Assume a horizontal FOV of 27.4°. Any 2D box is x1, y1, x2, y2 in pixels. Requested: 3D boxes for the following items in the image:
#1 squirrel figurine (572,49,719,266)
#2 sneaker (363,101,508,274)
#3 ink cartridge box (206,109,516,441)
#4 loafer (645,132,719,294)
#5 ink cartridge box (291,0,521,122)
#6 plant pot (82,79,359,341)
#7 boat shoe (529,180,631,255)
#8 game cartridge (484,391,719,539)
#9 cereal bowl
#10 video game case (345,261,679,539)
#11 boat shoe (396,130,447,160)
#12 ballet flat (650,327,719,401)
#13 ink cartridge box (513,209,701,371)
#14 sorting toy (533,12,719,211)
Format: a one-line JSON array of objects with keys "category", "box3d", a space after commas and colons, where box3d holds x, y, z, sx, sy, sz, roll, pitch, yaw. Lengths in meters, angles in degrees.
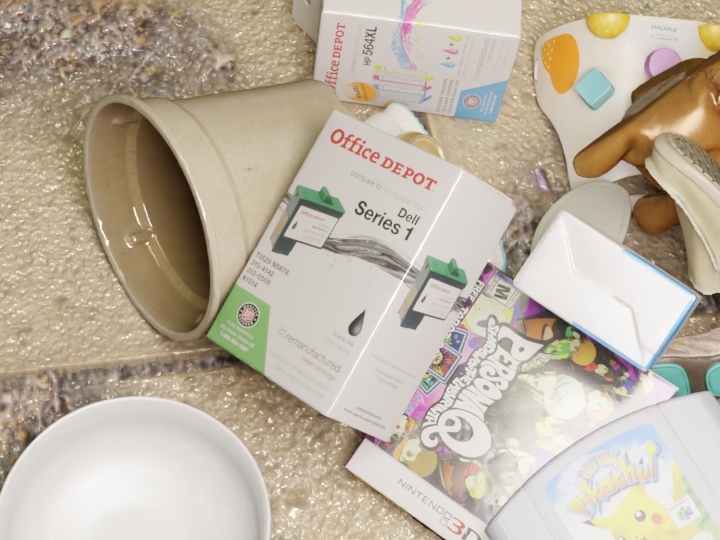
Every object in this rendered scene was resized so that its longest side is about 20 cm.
[{"category": "squirrel figurine", "box3d": [0.311, -0.081, 1.203, 0.187, 0.200, 0.142, 53, 40, -8]}, {"category": "sneaker", "box3d": [0.054, -0.050, 1.265, 0.081, 0.077, 0.200, -33, 64, -11]}, {"category": "ink cartridge box", "box3d": [0.000, 0.000, 1.090, 0.146, 0.084, 0.201, 28, 89, 40]}, {"category": "loafer", "box3d": [0.277, -0.020, 1.143, 0.200, 0.068, 0.076, 47, 21, -17]}, {"category": "ink cartridge box", "box3d": [0.037, -0.230, 1.330, 0.199, 0.129, 0.126, 6, 59, -3]}, {"category": "plant pot", "box3d": [-0.096, -0.067, 1.196, 0.183, 0.201, 0.201, -21, 64, -31]}, {"category": "boat shoe", "box3d": [0.176, 0.009, 1.251, 0.072, 0.062, 0.201, 15, 56, 21]}, {"category": "game cartridge", "box3d": [0.200, 0.180, 1.090, 0.199, 0.040, 0.134, -32, 74, -2]}, {"category": "cereal bowl", "box3d": [-0.165, 0.198, 1.079, 0.199, 0.083, 0.201, 4, 59, -6]}, {"category": "video game case", "box3d": [0.117, 0.124, 1.147, 0.181, 0.036, 0.200, 35, 83, 13]}, {"category": "boat shoe", "box3d": [0.047, -0.023, 1.164, 0.073, 0.063, 0.202, 25, 61, -26]}, {"category": "ballet flat", "box3d": [0.268, 0.080, 1.216, 0.199, 0.068, 0.067, -9, 31, 2]}, {"category": "ink cartridge box", "box3d": [0.194, 0.016, 1.129, 0.116, 0.200, 0.068, 35, 97, 13]}, {"category": "sorting toy", "box3d": [0.261, -0.129, 1.334, 0.199, 0.107, 0.181, 4, 79, -5]}]
